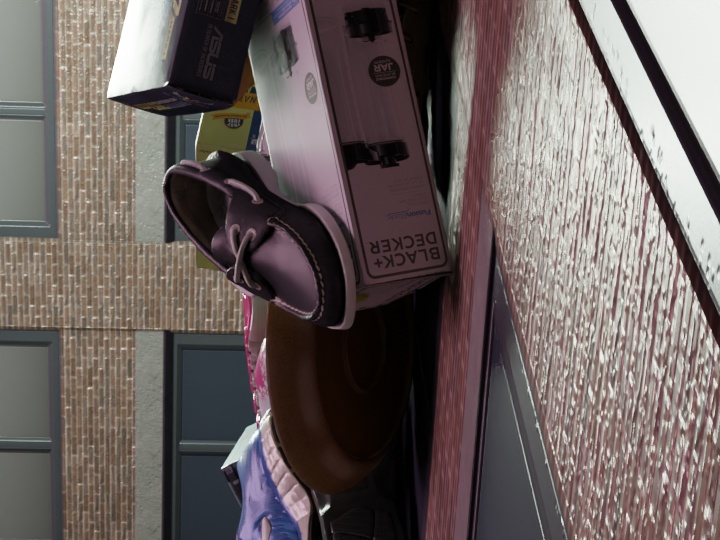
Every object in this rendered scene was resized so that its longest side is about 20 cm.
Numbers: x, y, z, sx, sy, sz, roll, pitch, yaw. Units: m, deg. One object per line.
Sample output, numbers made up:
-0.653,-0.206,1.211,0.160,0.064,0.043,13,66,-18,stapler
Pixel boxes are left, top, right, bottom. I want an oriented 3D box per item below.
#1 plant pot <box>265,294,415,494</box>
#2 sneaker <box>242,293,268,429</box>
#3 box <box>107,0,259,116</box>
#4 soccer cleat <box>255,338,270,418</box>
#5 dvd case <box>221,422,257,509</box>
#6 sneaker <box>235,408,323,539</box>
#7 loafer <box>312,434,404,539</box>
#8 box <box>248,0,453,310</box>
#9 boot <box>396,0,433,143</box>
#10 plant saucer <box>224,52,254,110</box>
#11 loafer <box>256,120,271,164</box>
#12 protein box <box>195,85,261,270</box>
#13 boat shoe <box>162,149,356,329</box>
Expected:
-0.006,0.048,1.376,0.200,0.027,0.202,-1,-90,-64,plant pot
-0.043,0.092,1.672,0.074,0.087,0.201,-93,-3,-52,sneaker
-0.101,-0.203,1.332,0.158,0.051,0.202,-178,101,-70,box
-0.040,0.130,1.592,0.201,0.069,0.087,89,170,-46,soccer cleat
-0.050,0.229,1.711,0.201,0.022,0.146,63,-171,-6,dvd case
-0.040,0.202,1.512,0.089,0.078,0.201,-47,50,38,sneaker
-0.005,0.156,1.467,0.063,0.071,0.201,87,179,-46,loafer
-0.010,-0.080,1.265,0.117,0.060,0.202,155,104,-67,box
0.018,-0.165,1.335,0.156,0.072,0.202,102,171,-64,boot
-0.080,-0.208,1.413,0.200,0.032,0.202,-172,90,-68,plant saucer
-0.034,-0.119,1.502,0.072,0.063,0.202,9,106,48,loafer
-0.068,-0.126,1.888,0.199,0.134,0.201,97,-178,-56,protein box
-0.063,-0.016,1.256,0.200,0.060,0.076,-142,51,-58,boat shoe
